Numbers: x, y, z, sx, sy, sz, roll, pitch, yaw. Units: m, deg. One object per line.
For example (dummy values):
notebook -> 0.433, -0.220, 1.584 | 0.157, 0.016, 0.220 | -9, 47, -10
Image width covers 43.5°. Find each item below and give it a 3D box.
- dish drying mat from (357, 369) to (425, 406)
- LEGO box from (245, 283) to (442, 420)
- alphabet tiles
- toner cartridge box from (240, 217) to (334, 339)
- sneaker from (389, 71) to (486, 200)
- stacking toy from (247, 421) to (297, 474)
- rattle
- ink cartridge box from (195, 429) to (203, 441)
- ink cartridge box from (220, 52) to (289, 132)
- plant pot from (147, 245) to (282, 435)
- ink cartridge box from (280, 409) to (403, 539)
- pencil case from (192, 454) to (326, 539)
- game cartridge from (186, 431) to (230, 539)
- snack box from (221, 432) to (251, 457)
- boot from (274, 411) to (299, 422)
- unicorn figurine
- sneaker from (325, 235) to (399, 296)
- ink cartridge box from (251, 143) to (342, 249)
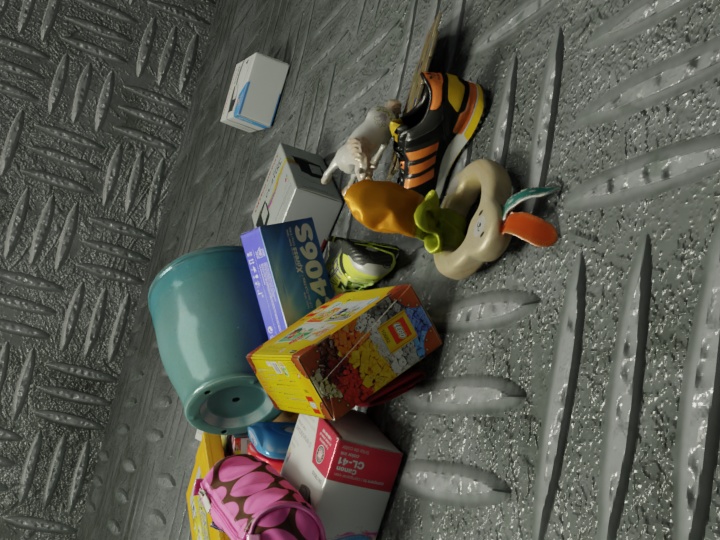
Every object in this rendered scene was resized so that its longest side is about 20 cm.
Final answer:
dish drying mat -> 0.002, 0.133, 1.038 | 0.018, 0.076, 0.200 | 67, 158, -5
LEGO box -> -0.025, 0.089, 1.008 | 0.148, 0.078, 0.200 | -32, 8, -21
alphabet tiles -> 0.068, -0.218, 1.149 | 0.166, 0.006, 0.202 | 160, 126, -85
toner cartridge box -> -0.079, 0.039, 1.143 | 0.043, 0.094, 0.202 | -17, 88, 44
sneaker -> 0.063, -0.138, 1.044 | 0.201, 0.089, 0.070 | -62, 23, 27
stacking toy -> -0.096, 0.297, 1.136 | 0.116, 0.108, 0.203 | -155, 71, -69
rattle -> 0.087, -0.066, 0.873 | 0.131, 0.142, 0.200 | -53, 15, 0
ink cartridge box -> -0.190, 0.188, 1.456 | 0.146, 0.083, 0.202 | -9, 66, 68
ink cartridge box -> -0.242, -0.399, 2.042 | 0.200, 0.083, 0.147 | 14, 87, 70
plant pot -> -0.174, 0.105, 1.195 | 0.201, 0.198, 0.189 | -56, 37, 39
ink cartridge box -> -0.040, 0.264, 1.010 | 0.147, 0.085, 0.202 | 25, 97, 69
pencil case -> -0.110, 0.257, 0.948 | 0.200, 0.093, 0.092 | 6, 80, 66
game cartridge -> -0.201, 0.338, 1.214 | 0.201, 0.032, 0.178 | 111, 149, -51
snack box -> -0.169, 0.306, 1.273 | 0.168, 0.067, 0.203 | -161, 71, -70
boot -> -0.095, 0.132, 1.295 | 0.145, 0.070, 0.202 | -58, 30, 23
unicorn figurine -> 0.003, -0.152, 1.173 | 0.137, 0.073, 0.202 | 128, 163, -59
sneaker -> 0.000, 0.000, 1.148 | 0.200, 0.074, 0.077 | -162, 80, -79
ink cartridge box -> -0.108, -0.098, 1.467 | 0.147, 0.082, 0.200 | -66, 22, 21
